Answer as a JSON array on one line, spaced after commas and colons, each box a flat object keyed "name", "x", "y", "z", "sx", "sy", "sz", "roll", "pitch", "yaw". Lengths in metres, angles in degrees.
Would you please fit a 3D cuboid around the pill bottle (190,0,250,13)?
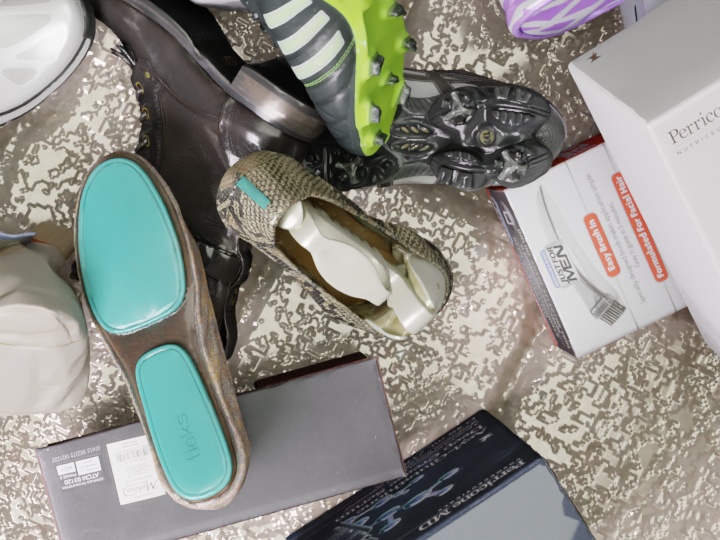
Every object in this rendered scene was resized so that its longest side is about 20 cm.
[{"name": "pill bottle", "x": -0.036, "y": -0.248, "z": 1.094, "sx": 0.119, "sy": 0.120, "sz": 0.201, "roll": 2, "pitch": 93, "yaw": -6}]

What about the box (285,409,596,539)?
[{"name": "box", "x": 0.051, "y": 0.172, "z": 1.086, "sx": 0.148, "sy": 0.200, "sz": 0.107, "roll": -33, "pitch": 96, "yaw": -3}]

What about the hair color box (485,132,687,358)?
[{"name": "hair color box", "x": 0.189, "y": -0.042, "z": 1.157, "sx": 0.199, "sy": 0.064, "sz": 0.111, "roll": -25, "pitch": 97, "yaw": -5}]

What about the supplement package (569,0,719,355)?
[{"name": "supplement package", "x": 0.220, "y": -0.044, "z": 1.039, "sx": 0.121, "sy": 0.120, "sz": 0.200, "roll": -31, "pitch": 115, "yaw": -1}]

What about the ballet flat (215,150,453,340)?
[{"name": "ballet flat", "x": 0.000, "y": 0.000, "z": 1.084, "sx": 0.068, "sy": 0.075, "sz": 0.200, "roll": -52, "pitch": 135, "yaw": 5}]

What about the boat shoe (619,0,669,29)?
[{"name": "boat shoe", "x": 0.187, "y": -0.182, "z": 1.133, "sx": 0.071, "sy": 0.072, "sz": 0.201, "roll": -4, "pitch": 77, "yaw": -10}]

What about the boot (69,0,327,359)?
[{"name": "boot", "x": -0.122, "y": -0.063, "z": 1.118, "sx": 0.200, "sy": 0.069, "sz": 0.174, "roll": 36, "pitch": 108, "yaw": 17}]

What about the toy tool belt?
[{"name": "toy tool belt", "x": -0.248, "y": 0.017, "z": 1.062, "sx": 0.199, "sy": 0.123, "sz": 0.125, "roll": 0, "pitch": 133, "yaw": -15}]

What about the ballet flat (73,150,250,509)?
[{"name": "ballet flat", "x": -0.107, "y": 0.034, "z": 1.065, "sx": 0.068, "sy": 0.067, "sz": 0.201, "roll": -15, "pitch": 84, "yaw": 11}]

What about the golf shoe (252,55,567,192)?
[{"name": "golf shoe", "x": 0.025, "y": -0.083, "z": 1.137, "sx": 0.199, "sy": 0.094, "sz": 0.078, "roll": 11, "pitch": 102, "yaw": 19}]

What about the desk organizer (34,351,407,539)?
[{"name": "desk organizer", "x": -0.081, "y": 0.107, "z": 1.131, "sx": 0.199, "sy": 0.077, "sz": 0.072, "roll": -15, "pitch": 94, "yaw": -4}]

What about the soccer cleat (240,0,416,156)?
[{"name": "soccer cleat", "x": -0.024, "y": -0.137, "z": 1.017, "sx": 0.081, "sy": 0.200, "sz": 0.068, "roll": 16, "pitch": 60, "yaw": 24}]

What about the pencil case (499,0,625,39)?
[{"name": "pencil case", "x": 0.090, "y": -0.232, "z": 1.107, "sx": 0.085, "sy": 0.084, "sz": 0.201, "roll": -23, "pitch": 82, "yaw": 11}]

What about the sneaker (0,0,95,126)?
[{"name": "sneaker", "x": -0.246, "y": -0.106, "z": 1.063, "sx": 0.200, "sy": 0.115, "sz": 0.076, "roll": -22, "pitch": 91, "yaw": 10}]
